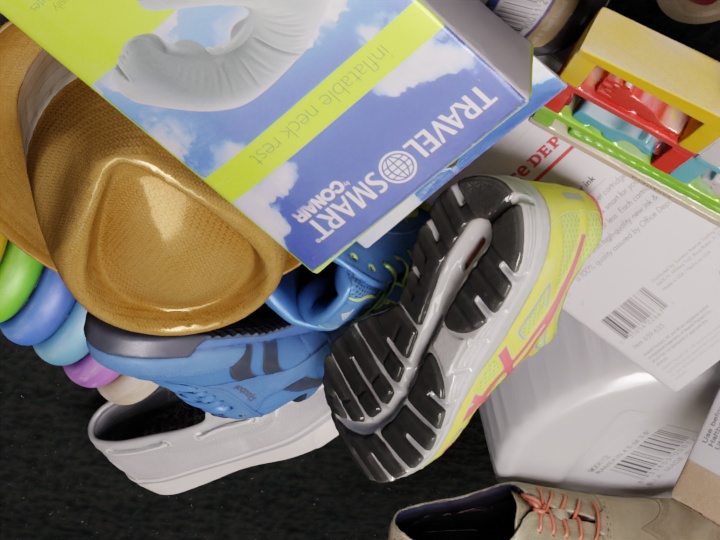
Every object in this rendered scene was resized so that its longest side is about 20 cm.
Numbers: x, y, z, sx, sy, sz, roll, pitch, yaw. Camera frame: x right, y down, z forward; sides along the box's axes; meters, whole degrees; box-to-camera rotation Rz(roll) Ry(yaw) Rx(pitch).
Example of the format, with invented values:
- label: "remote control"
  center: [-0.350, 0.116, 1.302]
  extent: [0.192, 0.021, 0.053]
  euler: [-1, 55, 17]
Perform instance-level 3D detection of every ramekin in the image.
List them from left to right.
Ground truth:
- label: "ramekin"
  center: [0.161, 0.071, 1.100]
  extent: [0.199, 0.098, 0.201]
  euler: [-4, 143, -3]

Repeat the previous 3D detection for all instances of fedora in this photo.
- label: "fedora"
  center: [-0.084, -0.033, 0.818]
  extent: [0.199, 0.082, 0.201]
  euler: [-4, 138, -4]

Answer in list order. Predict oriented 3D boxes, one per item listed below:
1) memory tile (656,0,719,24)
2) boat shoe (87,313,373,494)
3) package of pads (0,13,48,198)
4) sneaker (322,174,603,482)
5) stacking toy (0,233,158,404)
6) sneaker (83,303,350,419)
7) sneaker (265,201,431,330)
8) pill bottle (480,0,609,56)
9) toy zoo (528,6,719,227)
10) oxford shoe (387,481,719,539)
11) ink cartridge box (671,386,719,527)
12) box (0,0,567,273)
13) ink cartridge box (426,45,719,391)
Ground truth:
- label: "memory tile"
  center: [0.218, -0.183, 0.845]
  extent: [0.152, 0.017, 0.200]
  euler: [-1, 142, -7]
- label: "boat shoe"
  center: [-0.072, 0.068, 1.097]
  extent: [0.199, 0.072, 0.068]
  euler: [-20, 142, 32]
- label: "package of pads"
  center: [-0.093, -0.093, 0.870]
  extent: [0.199, 0.076, 0.121]
  euler: [-1, 142, -7]
- label: "sneaker"
  center: [0.054, 0.032, 0.923]
  extent: [0.090, 0.078, 0.200]
  euler: [-12, 149, -41]
- label: "stacking toy"
  center: [-0.186, -0.003, 0.977]
  extent: [0.199, 0.086, 0.085]
  euler: [26, 133, -29]
- label: "sneaker"
  center: [-0.071, 0.048, 0.964]
  extent: [0.200, 0.066, 0.079]
  euler: [-4, 118, -60]
- label: "sneaker"
  center: [0.000, 0.000, 0.978]
  extent: [0.199, 0.105, 0.076]
  euler: [22, 132, -31]
- label: "pill bottle"
  center: [0.003, -0.160, 0.768]
  extent: [0.199, 0.112, 0.112]
  euler: [11, 140, -22]
- label: "toy zoo"
  center: [0.140, -0.054, 0.773]
  extent: [0.131, 0.021, 0.200]
  euler: [29, 175, 1]
- label: "oxford shoe"
  center: [0.112, 0.153, 1.065]
  extent: [0.199, 0.071, 0.075]
  euler: [-9, 137, 2]
- label: "ink cartridge box"
  center: [0.269, 0.059, 1.009]
  extent: [0.164, 0.075, 0.201]
  euler: [23, 93, -47]
- label: "box"
  center: [-0.030, -0.087, 0.716]
  extent: [0.200, 0.048, 0.122]
  euler: [39, 121, -23]
- label: "ink cartridge box"
  center: [0.121, -0.044, 0.939]
  extent: [0.200, 0.067, 0.116]
  euler: [37, 130, -13]
